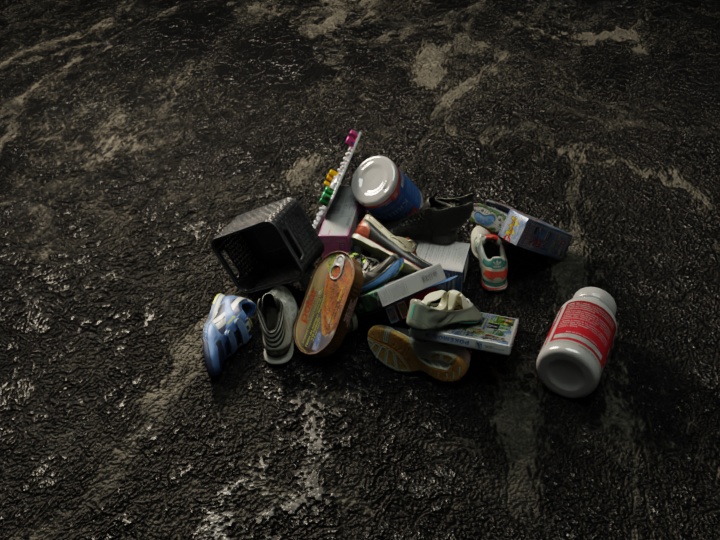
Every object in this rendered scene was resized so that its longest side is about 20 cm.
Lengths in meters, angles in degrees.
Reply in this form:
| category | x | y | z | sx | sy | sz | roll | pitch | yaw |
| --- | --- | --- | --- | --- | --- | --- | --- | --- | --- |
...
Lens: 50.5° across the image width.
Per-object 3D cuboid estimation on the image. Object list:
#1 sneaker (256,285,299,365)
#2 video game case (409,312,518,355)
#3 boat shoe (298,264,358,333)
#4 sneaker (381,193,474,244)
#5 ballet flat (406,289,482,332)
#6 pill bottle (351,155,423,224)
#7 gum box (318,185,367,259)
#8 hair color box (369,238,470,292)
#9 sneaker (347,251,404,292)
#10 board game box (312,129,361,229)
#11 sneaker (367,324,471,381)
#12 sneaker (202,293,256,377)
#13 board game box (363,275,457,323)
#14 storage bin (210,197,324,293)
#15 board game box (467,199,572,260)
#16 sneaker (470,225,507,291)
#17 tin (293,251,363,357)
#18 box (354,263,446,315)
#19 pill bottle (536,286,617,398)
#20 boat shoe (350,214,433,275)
| category | x | y | z | sx | sy | sz | roll | pitch | yaw |
| --- | --- | --- | --- | --- | --- | --- | --- | --- | --- |
| sneaker | -0.156 | 0.071 | 1.461 | 0.074 | 0.117 | 0.202 | -4 | 38 | -2 |
| video game case | 0.196 | 0.105 | 1.408 | 0.178 | 0.023 | 0.200 | 10 | 12 | 14 |
| boat shoe | -0.082 | 0.057 | 1.512 | 0.061 | 0.074 | 0.200 | -24 | 49 | -26 |
| sneaker | 0.135 | -0.111 | 1.583 | 0.195 | 0.106 | 0.061 | 4 | 38 | 8 |
| ballet flat | 0.157 | 0.066 | 1.354 | 0.067 | 0.065 | 0.198 | 15 | 14 | 41 |
| pill bottle | 0.071 | -0.156 | 1.657 | 0.110 | 0.199 | 0.115 | -11 | 66 | 27 |
| gum box | -0.032 | -0.087 | 1.647 | 0.065 | 0.115 | 0.202 | 1 | 38 | 13 |
| hair color box | 0.126 | -0.019 | 1.602 | 0.196 | 0.061 | 0.101 | 10 | 40 | 14 |
| sneaker | 0.000 | 0.000 | 1.502 | 0.197 | 0.084 | 0.070 | -17 | 2 | 41 |
| board game box | -0.068 | -0.181 | 1.672 | 0.025 | 0.200 | 0.203 | 25 | 59 | -7 |
| sneaker | 0.110 | 0.144 | 1.408 | 0.196 | 0.077 | 0.088 | 19 | 28 | 18 |
| sneaker | -0.250 | 0.117 | 1.446 | 0.080 | 0.075 | 0.202 | 3 | 40 | 3 |
| board game box | 0.102 | 0.066 | 1.469 | 0.197 | 0.040 | 0.158 | -22 | -2 | -11 |
| storage bin | -0.188 | -0.049 | 1.541 | 0.197 | 0.137 | 0.094 | -14 | 25 | 39 |
| board game box | 0.322 | -0.094 | 1.591 | 0.198 | 0.063 | 0.199 | 29 | 11 | 26 |
| sneaker | 0.276 | -0.051 | 1.607 | 0.069 | 0.095 | 0.202 | -1 | 39 | 1 |
| tin | -0.060 | 0.064 | 1.437 | 0.111 | 0.042 | 0.204 | 14 | 80 | 40 |
| box | 0.058 | 0.040 | 1.455 | 0.142 | 0.037 | 0.200 | -22 | -2 | -23 |
| pill bottle | 0.396 | 0.123 | 1.372 | 0.110 | 0.114 | 0.201 | 17 | 43 | 22 |
| boat shoe | 0.076 | -0.044 | 1.531 | 0.198 | 0.071 | 0.063 | 30 | 74 | 18 |
